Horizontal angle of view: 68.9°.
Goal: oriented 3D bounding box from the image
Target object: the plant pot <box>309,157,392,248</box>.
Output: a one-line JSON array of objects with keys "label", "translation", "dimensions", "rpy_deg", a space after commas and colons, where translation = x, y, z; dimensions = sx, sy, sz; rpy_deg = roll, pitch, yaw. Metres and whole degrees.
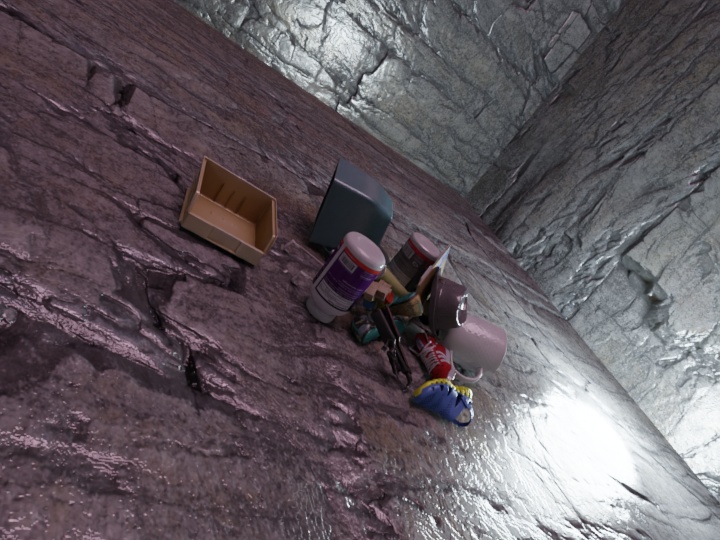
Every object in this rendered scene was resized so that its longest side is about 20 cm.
[{"label": "plant pot", "translation": [-0.014, -0.167, 1.499], "dimensions": [0.195, 0.200, 0.197], "rpy_deg": [22, 27, -8]}]

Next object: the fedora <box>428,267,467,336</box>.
[{"label": "fedora", "translation": [0.242, 0.088, 1.412], "dimensions": [0.088, 0.183, 0.200], "rpy_deg": [4, 13, 18]}]

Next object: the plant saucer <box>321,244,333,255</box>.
[{"label": "plant saucer", "translation": [-0.031, -0.056, 1.530], "dimensions": [0.195, 0.039, 0.203], "rpy_deg": [16, 29, -9]}]

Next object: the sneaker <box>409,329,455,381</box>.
[{"label": "sneaker", "translation": [0.182, 0.226, 1.350], "dimensions": [0.112, 0.071, 0.200], "rpy_deg": [42, 13, -7]}]

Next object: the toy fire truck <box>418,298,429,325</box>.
[{"label": "toy fire truck", "translation": [0.222, 0.089, 1.652], "dimensions": [0.174, 0.129, 0.202], "rpy_deg": [34, 32, -16]}]

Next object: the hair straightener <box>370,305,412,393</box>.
[{"label": "hair straightener", "translation": [0.066, 0.184, 1.203], "dimensions": [0.076, 0.040, 0.205], "rpy_deg": [-6, 76, -53]}]

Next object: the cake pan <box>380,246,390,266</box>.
[{"label": "cake pan", "translation": [0.020, -0.064, 1.681], "dimensions": [0.198, 0.037, 0.202], "rpy_deg": [35, 22, -16]}]

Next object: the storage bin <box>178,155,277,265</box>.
[{"label": "storage bin", "translation": [-0.296, -0.133, 1.194], "dimensions": [0.197, 0.094, 0.200], "rpy_deg": [30, 23, -27]}]

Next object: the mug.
[{"label": "mug", "translation": [0.304, 0.223, 1.497], "dimensions": [0.172, 0.148, 0.204], "rpy_deg": [25, 54, -12]}]

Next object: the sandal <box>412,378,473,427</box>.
[{"label": "sandal", "translation": [0.203, 0.310, 1.222], "dimensions": [0.196, 0.079, 0.089], "rpy_deg": [20, 43, -35]}]

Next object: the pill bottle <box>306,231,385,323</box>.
[{"label": "pill bottle", "translation": [-0.039, 0.020, 1.189], "dimensions": [0.111, 0.201, 0.113], "rpy_deg": [33, 22, -15]}]

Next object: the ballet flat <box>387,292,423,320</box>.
[{"label": "ballet flat", "translation": [0.102, 0.101, 1.380], "dimensions": [0.070, 0.072, 0.199], "rpy_deg": [32, -19, -19]}]

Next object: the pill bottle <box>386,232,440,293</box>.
[{"label": "pill bottle", "translation": [0.137, -0.001, 1.531], "dimensions": [0.109, 0.201, 0.112], "rpy_deg": [32, 22, -15]}]

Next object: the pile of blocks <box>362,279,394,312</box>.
[{"label": "pile of blocks", "translation": [0.049, 0.074, 1.288], "dimensions": [0.061, 0.084, 0.200], "rpy_deg": [25, 4, 10]}]

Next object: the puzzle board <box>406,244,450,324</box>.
[{"label": "puzzle board", "translation": [0.186, 0.035, 1.442], "dimensions": [0.017, 0.153, 0.200], "rpy_deg": [26, 46, 18]}]

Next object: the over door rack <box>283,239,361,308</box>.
[{"label": "over door rack", "translation": [-0.090, 0.002, 1.326], "dimensions": [0.197, 0.067, 0.149], "rpy_deg": [27, 24, -33]}]

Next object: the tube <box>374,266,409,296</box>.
[{"label": "tube", "translation": [0.099, 0.059, 1.464], "dimensions": [0.200, 0.052, 0.058], "rpy_deg": [47, 2, -41]}]

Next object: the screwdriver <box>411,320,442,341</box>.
[{"label": "screwdriver", "translation": [0.142, 0.142, 1.451], "dimensions": [0.198, 0.028, 0.029], "rpy_deg": [37, 40, 26]}]

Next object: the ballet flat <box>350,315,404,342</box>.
[{"label": "ballet flat", "translation": [0.043, 0.133, 1.301], "dimensions": [0.075, 0.075, 0.198], "rpy_deg": [49, 21, 24]}]
